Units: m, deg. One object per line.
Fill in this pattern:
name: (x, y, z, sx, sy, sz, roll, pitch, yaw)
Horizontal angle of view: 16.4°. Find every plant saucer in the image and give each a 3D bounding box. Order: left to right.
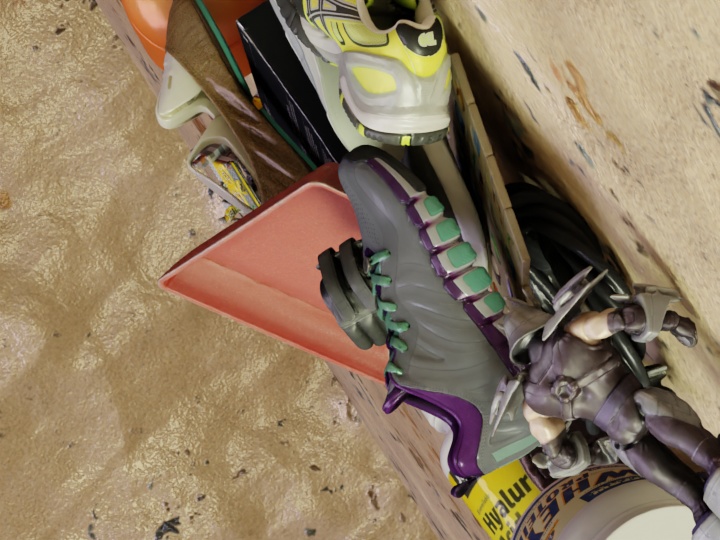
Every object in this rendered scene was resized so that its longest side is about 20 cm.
plant saucer: (0.000, 0.000, 1.640, 0.199, 0.037, 0.200, 25, 148, -26)

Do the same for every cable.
cable: (0.119, 0.021, 1.479, 0.163, 0.051, 0.200, 60, 175, -9)

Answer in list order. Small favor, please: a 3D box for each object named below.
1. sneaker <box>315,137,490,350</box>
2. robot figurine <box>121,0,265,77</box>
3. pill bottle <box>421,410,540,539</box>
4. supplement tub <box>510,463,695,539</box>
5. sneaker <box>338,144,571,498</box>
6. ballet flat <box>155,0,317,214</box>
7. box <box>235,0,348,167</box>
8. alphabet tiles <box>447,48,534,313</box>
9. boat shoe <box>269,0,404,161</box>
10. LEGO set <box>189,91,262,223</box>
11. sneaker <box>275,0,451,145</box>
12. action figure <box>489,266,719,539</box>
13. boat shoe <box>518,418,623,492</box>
sneaker: (0.021, -0.014, 1.491, 0.200, 0.099, 0.071, 78, 176, -55)
robot figurine: (-0.113, -0.202, 1.820, 0.144, 0.117, 0.200, 55, 177, 9)
pill bottle: (0.127, 0.146, 1.815, 0.200, 0.111, 0.111, 53, 174, 25)
supplement tub: (0.174, 0.198, 1.549, 0.145, 0.145, 0.200, 56, 174, -3)
sneaker: (0.031, 0.025, 1.386, 0.200, 0.087, 0.074, 54, 169, 12)
ballet flat: (-0.093, -0.099, 1.690, 0.200, 0.072, 0.068, 56, 175, 13)
box: (-0.008, -0.103, 1.697, 0.141, 0.079, 0.200, 52, 174, 13)
alphabet tiles: (0.075, -0.032, 1.445, 0.166, 0.006, 0.200, 82, 171, -67)
boat shoe: (-0.009, -0.149, 1.562, 0.201, 0.070, 0.072, 60, -175, -10)
LEGO set: (-0.038, -0.051, 1.901, 0.154, 0.116, 0.200, 25, 151, 48)
sneaker: (0.008, -0.152, 1.434, 0.200, 0.075, 0.076, -124, 37, -46)
action figure: (0.147, 0.079, 1.307, 0.200, 0.069, 0.130, 41, 136, 18)
boat shoe: (0.129, 0.084, 1.725, 0.202, 0.075, 0.075, 61, -171, 10)
